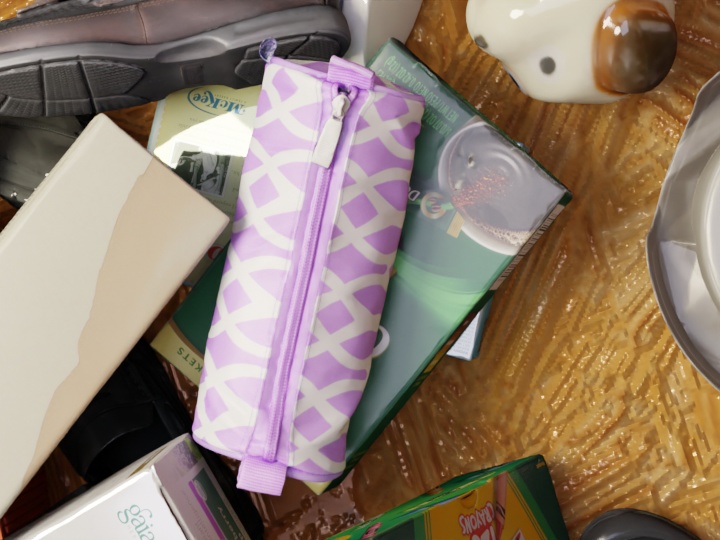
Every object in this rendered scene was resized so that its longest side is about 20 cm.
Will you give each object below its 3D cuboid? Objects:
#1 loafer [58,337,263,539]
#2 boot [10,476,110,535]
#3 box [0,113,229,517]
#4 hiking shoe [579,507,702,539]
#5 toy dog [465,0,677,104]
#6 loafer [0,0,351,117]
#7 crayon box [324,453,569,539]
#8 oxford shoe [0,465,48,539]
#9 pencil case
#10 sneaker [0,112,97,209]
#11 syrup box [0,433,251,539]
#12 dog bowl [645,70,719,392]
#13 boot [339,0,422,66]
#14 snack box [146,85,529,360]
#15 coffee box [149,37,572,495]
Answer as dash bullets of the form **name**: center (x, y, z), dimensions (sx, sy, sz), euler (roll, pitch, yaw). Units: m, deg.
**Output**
- **loafer**: center (-0.127, 0.083, 0.892), dimensions (0.068, 0.070, 0.201), euler (-41, 83, 7)
- **boot**: center (-0.163, 0.223, 0.852), dimensions (0.199, 0.066, 0.166), euler (-35, 97, 6)
- **box**: center (-0.156, 0.031, 0.775), dimensions (0.078, 0.095, 0.201), euler (39, 83, -11)
- **hiking shoe**: center (0.176, 0.205, 0.819), dimensions (0.075, 0.101, 0.201), euler (-36, 84, 8)
- **toy dog**: center (0.111, -0.183, 0.829), dimensions (0.139, 0.192, 0.202), euler (13, 93, 54)
- **loafer**: center (-0.106, -0.121, 0.826), dimensions (0.198, 0.072, 0.064), euler (-9, 72, -10)
- **crayon box**: center (0.044, 0.168, 0.792), dimensions (0.058, 0.199, 0.120), euler (-19, 87, 28)
- **oxford shoe**: center (-0.210, 0.152, 0.908), dimensions (0.072, 0.071, 0.202), euler (-9, 89, 14)
- **pencil case**: center (-0.024, -0.002, 0.782), dimensions (0.083, 0.085, 0.202), euler (10, 95, -11)
- **sneaker**: center (-0.175, -0.077, 0.887), dimensions (0.198, 0.076, 0.092), euler (21, 86, 24)
- **syrup box**: center (-0.149, 0.162, 0.770), dimensions (0.199, 0.081, 0.079), euler (-31, 91, 8)
- **dog bowl**: center (0.241, -0.019, 0.830), dimensions (0.198, 0.059, 0.203), euler (0, 90, 10)
- **boot**: center (-0.008, -0.207, 0.880), dimensions (0.090, 0.073, 0.202), euler (11, 89, 24)
- **snack box**: center (-0.020, -0.033, 0.889), dimensions (0.198, 0.037, 0.117), euler (15, 93, 10)
- **coffee box**: center (0.000, 0.000, 0.843), dimensions (0.123, 0.044, 0.200), euler (41, 99, 7)
